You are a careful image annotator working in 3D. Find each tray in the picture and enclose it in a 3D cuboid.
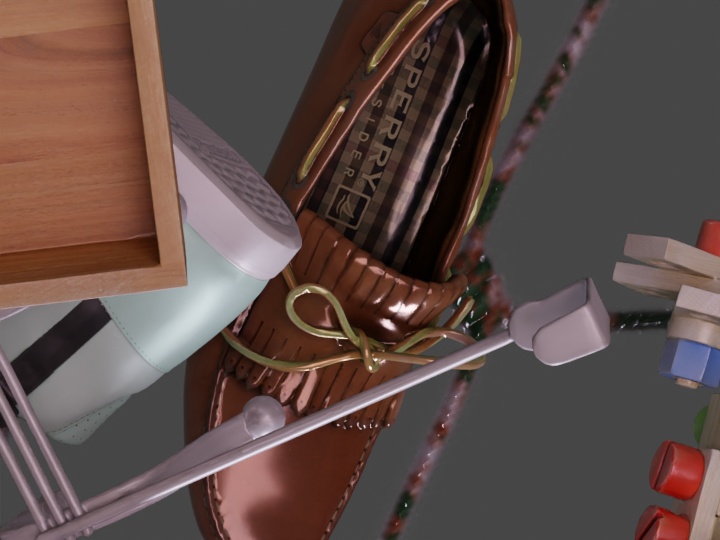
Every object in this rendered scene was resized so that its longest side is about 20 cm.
[{"bbox_3d":[-0.148,-0.036,0.708,0.199,0.037,0.099,-7,107,-2],"label":"tray"}]

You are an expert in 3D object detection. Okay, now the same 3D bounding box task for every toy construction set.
[{"bbox_3d":[0.101,0.082,0.912,0.130,0.092,0.201,17,99,-16],"label":"toy construction set"}]

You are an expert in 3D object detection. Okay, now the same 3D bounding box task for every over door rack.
[{"bbox_3d":[-0.041,-0.018,0.771,0.199,0.067,0.148,-22,101,23],"label":"over door rack"}]

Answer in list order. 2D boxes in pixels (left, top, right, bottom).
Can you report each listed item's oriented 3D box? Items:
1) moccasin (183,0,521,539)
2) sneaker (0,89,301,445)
[{"bbox_3d":[0.001,0.001,0.879,0.073,0.078,0.202,28,85,-22],"label":"moccasin"},{"bbox_3d":[-0.128,-0.036,0.845,0.200,0.074,0.118,44,102,0],"label":"sneaker"}]
